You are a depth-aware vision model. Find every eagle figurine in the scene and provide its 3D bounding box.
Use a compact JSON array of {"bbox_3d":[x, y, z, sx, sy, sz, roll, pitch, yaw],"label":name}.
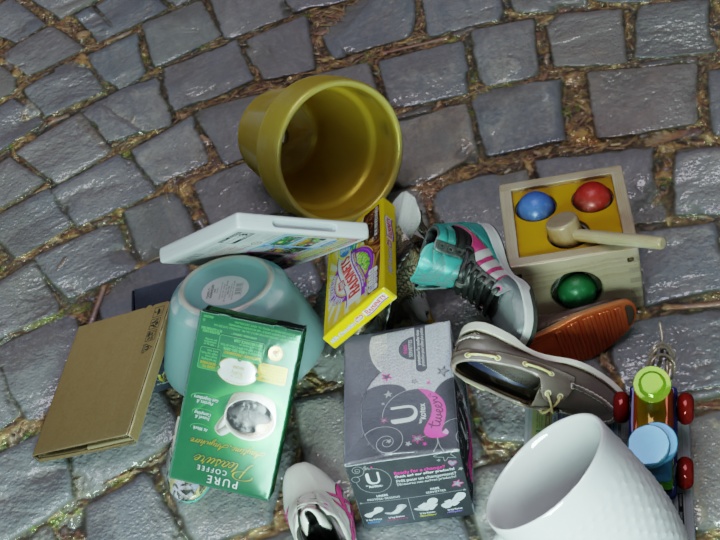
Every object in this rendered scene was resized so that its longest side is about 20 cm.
[{"bbox_3d":[0.039,0.019,1.718,0.200,0.152,0.151,-35,65,-28],"label":"eagle figurine"}]

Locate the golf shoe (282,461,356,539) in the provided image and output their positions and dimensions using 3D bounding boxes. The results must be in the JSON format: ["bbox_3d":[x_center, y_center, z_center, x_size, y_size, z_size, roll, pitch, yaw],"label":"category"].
[{"bbox_3d":[-0.041,0.269,1.492,0.072,0.092,0.200,-23,40,-6],"label":"golf shoe"}]

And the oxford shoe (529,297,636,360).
[{"bbox_3d":[0.227,0.069,1.642,0.199,0.071,0.073,-20,37,-4],"label":"oxford shoe"}]

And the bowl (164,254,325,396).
[{"bbox_3d":[-0.148,0.055,1.660,0.200,0.105,0.201,-7,35,5],"label":"bowl"}]

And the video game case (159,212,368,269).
[{"bbox_3d":[-0.119,-0.033,1.685,0.181,0.024,0.200,3,-13,-34],"label":"video game case"}]

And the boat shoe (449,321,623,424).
[{"bbox_3d":[0.194,0.124,1.522,0.199,0.072,0.060,25,46,3],"label":"boat shoe"}]

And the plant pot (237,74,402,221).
[{"bbox_3d":[-0.073,-0.175,1.928,0.200,0.201,0.189,-35,28,-21],"label":"plant pot"}]

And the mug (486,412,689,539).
[{"bbox_3d":[0.215,0.265,1.358,0.200,0.175,0.148,-37,16,27],"label":"mug"}]

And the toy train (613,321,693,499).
[{"bbox_3d":[0.303,0.127,1.444,0.084,0.116,0.201,0,67,14],"label":"toy train"}]

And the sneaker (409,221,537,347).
[{"bbox_3d":[0.121,0.011,1.608,0.120,0.084,0.200,4,37,-24],"label":"sneaker"}]

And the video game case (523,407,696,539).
[{"bbox_3d":[0.265,0.220,1.500,0.181,0.022,0.200,-4,43,14],"label":"video game case"}]

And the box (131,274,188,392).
[{"bbox_3d":[-0.193,0.066,1.793,0.199,0.051,0.158,-14,40,2],"label":"box"}]

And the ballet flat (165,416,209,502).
[{"bbox_3d":[-0.192,0.179,1.655,0.072,0.072,0.201,-1,44,17],"label":"ballet flat"}]

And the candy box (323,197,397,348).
[{"bbox_3d":[0.000,0.000,1.651,0.102,0.026,0.200,-43,23,24],"label":"candy box"}]

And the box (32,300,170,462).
[{"bbox_3d":[-0.316,0.137,1.724,0.163,0.021,0.201,-15,45,32],"label":"box"}]

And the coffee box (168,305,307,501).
[{"bbox_3d":[-0.138,0.149,1.567,0.122,0.201,0.044,11,7,3],"label":"coffee box"}]

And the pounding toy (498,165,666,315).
[{"bbox_3d":[0.269,-0.034,1.686,0.183,0.143,0.200,-9,42,9],"label":"pounding toy"}]

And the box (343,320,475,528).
[{"bbox_3d":[0.054,0.168,1.553,0.132,0.115,0.200,-9,42,8],"label":"box"}]
